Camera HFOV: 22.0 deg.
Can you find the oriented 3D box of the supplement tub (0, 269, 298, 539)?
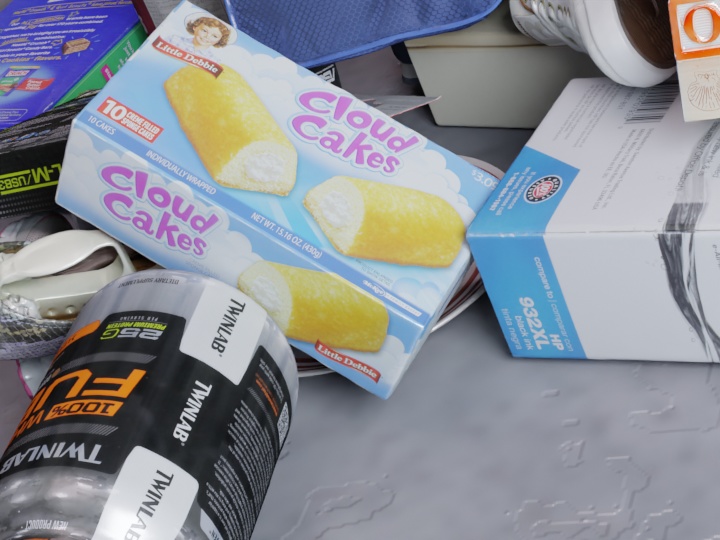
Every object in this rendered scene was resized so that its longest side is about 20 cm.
[{"bbox_3d":[-0.107,0.102,0.863,0.122,0.123,0.201,-10,33,21],"label":"supplement tub"}]

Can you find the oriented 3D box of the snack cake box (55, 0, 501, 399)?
[{"bbox_3d":[-0.039,-0.039,0.939,0.199,0.067,0.115,30,50,5],"label":"snack cake box"}]

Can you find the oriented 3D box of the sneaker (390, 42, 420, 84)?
[{"bbox_3d":[0.060,-0.205,1.260,0.070,0.082,0.200,-12,28,18],"label":"sneaker"}]

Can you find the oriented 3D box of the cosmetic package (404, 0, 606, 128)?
[{"bbox_3d":[0.137,-0.140,1.120,0.199,0.073,0.104,4,41,40],"label":"cosmetic package"}]

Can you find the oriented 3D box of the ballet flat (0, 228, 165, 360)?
[{"bbox_3d":[-0.114,0.004,0.970,0.199,0.073,0.072,-8,27,-16],"label":"ballet flat"}]

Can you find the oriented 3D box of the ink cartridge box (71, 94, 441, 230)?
[{"bbox_3d":[-0.064,-0.058,1.142,0.199,0.050,0.161,-20,14,-23],"label":"ink cartridge box"}]

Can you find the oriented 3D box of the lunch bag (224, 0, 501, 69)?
[{"bbox_3d":[0.004,-0.204,1.101,0.199,0.137,0.132,-10,15,22],"label":"lunch bag"}]

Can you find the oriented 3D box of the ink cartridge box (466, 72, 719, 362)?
[{"bbox_3d":[0.175,-0.029,0.909,0.199,0.084,0.145,0,36,35],"label":"ink cartridge box"}]

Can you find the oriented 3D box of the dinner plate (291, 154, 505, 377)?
[{"bbox_3d":[0.000,0.000,1.045,0.199,0.024,0.201,-18,31,11],"label":"dinner plate"}]

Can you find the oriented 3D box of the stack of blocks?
[{"bbox_3d":[0.185,-0.155,0.909,0.058,0.116,0.200,-6,17,15],"label":"stack of blocks"}]

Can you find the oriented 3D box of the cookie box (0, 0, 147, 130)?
[{"bbox_3d":[-0.225,-0.131,1.350,0.170,0.076,0.200,1,39,35],"label":"cookie box"}]

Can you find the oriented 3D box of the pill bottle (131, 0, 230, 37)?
[{"bbox_3d":[-0.108,-0.207,1.263,0.109,0.201,0.110,-17,31,11],"label":"pill bottle"}]

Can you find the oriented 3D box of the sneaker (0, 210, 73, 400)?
[{"bbox_3d":[-0.151,0.026,1.063,0.088,0.082,0.200,-24,39,-3],"label":"sneaker"}]

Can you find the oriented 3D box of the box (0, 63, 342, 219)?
[{"bbox_3d":[-0.139,-0.084,1.138,0.199,0.048,0.193,-9,13,29],"label":"box"}]

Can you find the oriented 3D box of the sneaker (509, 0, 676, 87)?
[{"bbox_3d":[0.125,-0.136,0.999,0.085,0.073,0.200,-39,20,23],"label":"sneaker"}]
